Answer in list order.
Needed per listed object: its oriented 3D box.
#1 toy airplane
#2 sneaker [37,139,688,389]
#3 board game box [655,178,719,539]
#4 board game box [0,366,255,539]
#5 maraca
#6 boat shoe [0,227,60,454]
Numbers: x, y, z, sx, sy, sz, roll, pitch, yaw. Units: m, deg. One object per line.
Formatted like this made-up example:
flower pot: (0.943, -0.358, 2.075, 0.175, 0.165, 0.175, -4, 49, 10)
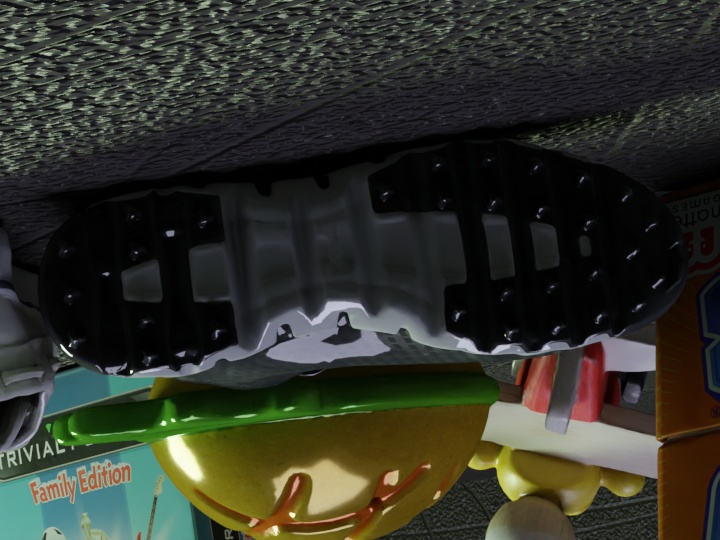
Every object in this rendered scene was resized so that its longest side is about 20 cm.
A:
toy airplane: (0.096, 0.084, 1.183, 0.199, 0.142, 0.200, 22, 167, -38)
sneaker: (0.000, 0.000, 0.759, 0.199, 0.067, 0.090, -5, 175, -7)
board game box: (0.243, 0.074, 0.890, 0.199, 0.201, 0.200, -15, 150, 35)
board game box: (-0.106, 0.143, 1.135, 0.047, 0.201, 0.151, -2, 169, -45)
maraca: (-0.028, 0.054, 0.934, 0.137, 0.108, 0.200, -14, 171, 32)
boat shoe: (-0.130, 0.032, 0.800, 0.072, 0.066, 0.200, -9, 172, -9)
